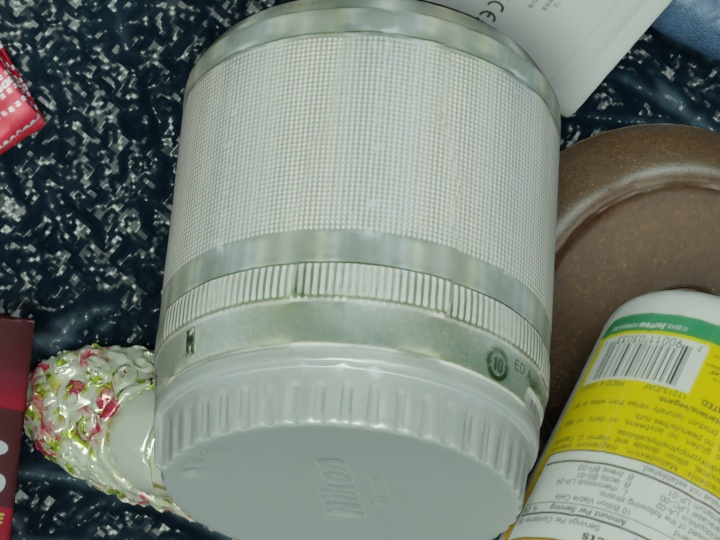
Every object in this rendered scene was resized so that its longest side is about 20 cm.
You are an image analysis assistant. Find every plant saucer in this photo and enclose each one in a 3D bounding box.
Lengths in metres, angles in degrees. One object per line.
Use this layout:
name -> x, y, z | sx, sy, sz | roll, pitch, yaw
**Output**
plant saucer -> 0.143, 0.033, 1.208 | 0.200, 0.034, 0.201 | -1, 92, -15

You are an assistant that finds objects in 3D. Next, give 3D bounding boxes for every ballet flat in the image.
ballet flat -> -0.051, 0.084, 1.144 | 0.199, 0.064, 0.076 | 21, 89, -14

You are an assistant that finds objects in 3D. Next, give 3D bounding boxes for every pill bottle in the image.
pill bottle -> 0.114, 0.117, 1.073 | 0.113, 0.113, 0.200 | 37, 61, -14

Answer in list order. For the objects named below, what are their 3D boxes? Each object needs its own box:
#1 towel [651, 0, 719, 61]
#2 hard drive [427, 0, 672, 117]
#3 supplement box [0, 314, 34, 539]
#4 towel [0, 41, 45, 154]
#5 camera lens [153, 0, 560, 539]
towel -> 0.124, -0.175, 1.183 | 0.200, 0.049, 0.112 | 26, 87, -15
hard drive -> 0.040, -0.156, 1.131 | 0.200, 0.132, 0.027 | 27, 44, -15
supplement box -> -0.201, 0.112, 1.074 | 0.109, 0.061, 0.201 | 11, 73, -24
towel -> -0.242, -0.110, 1.106 | 0.144, 0.022, 0.200 | -33, 101, -10
camera lens -> 0.000, 0.000, 1.075 | 0.159, 0.160, 0.201 | 12, 62, -15
